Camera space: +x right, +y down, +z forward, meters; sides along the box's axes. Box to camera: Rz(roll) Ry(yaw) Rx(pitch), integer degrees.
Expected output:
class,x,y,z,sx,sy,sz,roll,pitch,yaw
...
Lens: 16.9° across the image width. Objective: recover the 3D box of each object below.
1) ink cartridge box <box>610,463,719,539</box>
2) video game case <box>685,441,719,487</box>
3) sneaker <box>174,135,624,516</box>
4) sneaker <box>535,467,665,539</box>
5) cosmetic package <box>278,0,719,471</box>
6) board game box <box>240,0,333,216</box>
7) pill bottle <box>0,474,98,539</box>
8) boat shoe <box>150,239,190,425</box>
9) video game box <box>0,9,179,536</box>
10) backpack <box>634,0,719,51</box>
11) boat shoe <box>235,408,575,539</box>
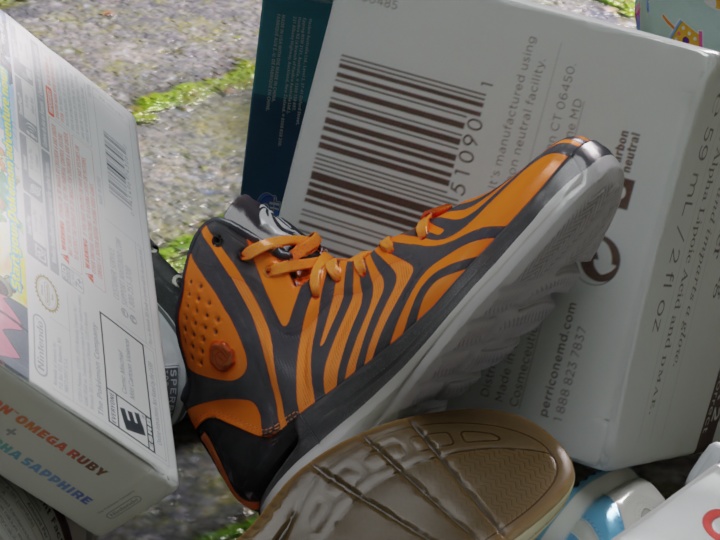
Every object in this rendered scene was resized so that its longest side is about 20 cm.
class,x,y,z,sx,sy,sz,roll,pitch,yaw
ink cartridge box,0.084,0.173,0.731,0.199,0.084,0.145,-31,61,-29
video game case,0.218,0.142,0.821,0.182,0.023,0.200,33,-5,41
sneaker,0.000,0.000,0.899,0.112,0.200,0.077,51,20,17
sneaker,0.081,0.141,0.894,0.080,0.077,0.200,35,30,6
cosmetic package,0.083,-0.023,1.012,0.164,0.166,0.200,17,7,25
board game box,-0.013,-0.064,1.112,0.046,0.152,0.200,9,16,7
pill bottle,-0.163,0.110,0.860,0.109,0.110,0.200,13,30,14
boat shoe,-0.116,0.008,1.108,0.056,0.069,0.200,-5,35,-33
video game box,-0.146,-0.027,0.865,0.047,0.182,0.201,-31,42,19
backpack,0.234,-0.137,1.323,0.174,0.155,0.200,7,19,9
boat shoe,-0.009,0.117,0.843,0.199,0.065,0.072,-32,53,-26
